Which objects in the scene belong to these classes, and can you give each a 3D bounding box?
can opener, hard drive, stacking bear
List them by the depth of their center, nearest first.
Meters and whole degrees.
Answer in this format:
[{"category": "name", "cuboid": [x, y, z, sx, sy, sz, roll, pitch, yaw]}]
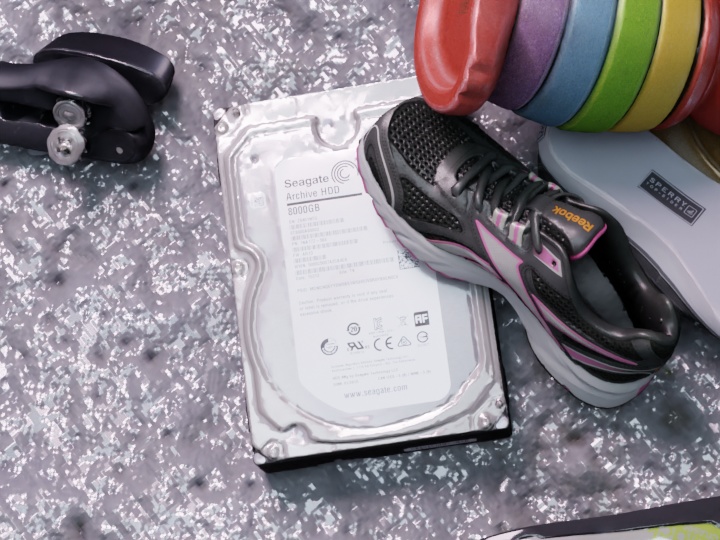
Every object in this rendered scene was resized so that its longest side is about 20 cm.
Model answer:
[{"category": "stacking bear", "cuboid": [0.138, -0.118, 1.215, 0.200, 0.114, 0.122, 12, 90, -16]}, {"category": "hard drive", "cuboid": [0.000, 0.000, 1.284, 0.140, 0.038, 0.200, -8, 76, 5]}, {"category": "can opener", "cuboid": [-0.205, -0.097, 1.328, 0.200, 0.079, 0.063, 6, 117, 12]}]

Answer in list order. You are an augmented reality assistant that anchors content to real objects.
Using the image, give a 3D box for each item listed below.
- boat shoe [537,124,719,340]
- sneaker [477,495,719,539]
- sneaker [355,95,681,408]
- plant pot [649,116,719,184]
[{"category": "boat shoe", "cuboid": [0.173, -0.012, 1.255, 0.069, 0.057, 0.200, -40, 75, -22]}, {"category": "sneaker", "cuboid": [0.124, 0.168, 1.212, 0.200, 0.072, 0.083, -11, 77, 5]}, {"category": "sneaker", "cuboid": [0.092, -0.021, 1.227, 0.200, 0.086, 0.080, 40, 65, -4]}, {"category": "plant pot", "cuboid": [0.247, -0.102, 1.281, 0.200, 0.027, 0.200, -1, 78, 7]}]
